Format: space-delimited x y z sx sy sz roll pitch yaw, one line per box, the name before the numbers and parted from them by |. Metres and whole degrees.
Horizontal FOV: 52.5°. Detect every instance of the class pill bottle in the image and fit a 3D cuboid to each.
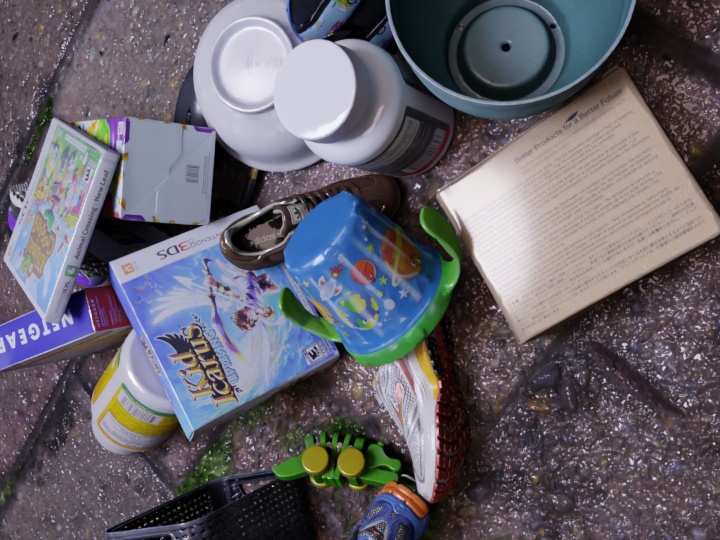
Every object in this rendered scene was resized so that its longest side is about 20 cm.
pill bottle | 0.006 -0.151 0.685 0.109 0.199 0.112 1 92 27
pill bottle | -0.249 0.144 0.856 0.114 0.112 0.200 58 136 13

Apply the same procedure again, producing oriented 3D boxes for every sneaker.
sneaker | 0.006 0.301 0.754 0.075 0.078 0.202 33 130 26
sneaker | 0.059 0.133 0.749 0.081 0.078 0.203 -15 76 31
sneaker | -0.410 -0.024 0.984 0.200 0.069 0.100 40 116 24
sneaker | -0.051 -0.049 0.758 0.198 0.076 0.071 -23 82 3

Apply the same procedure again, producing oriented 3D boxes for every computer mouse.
computer mouse | -0.174 -0.154 0.862 0.139 0.046 0.202 26 104 25

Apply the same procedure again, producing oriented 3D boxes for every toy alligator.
toy alligator | 0.003 0.205 0.789 0.197 0.060 0.055 1 58 11

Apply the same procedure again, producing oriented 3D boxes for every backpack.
backpack | 0.004 -0.308 0.694 0.201 0.181 0.135 -54 52 23

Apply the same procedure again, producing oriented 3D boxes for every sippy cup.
sippy cup | 0.000 0.000 0.704 0.178 0.130 0.140 -47 27 2

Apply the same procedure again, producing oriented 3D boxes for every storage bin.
storage bin | -0.155 0.290 0.787 0.134 0.199 0.095 -16 86 26

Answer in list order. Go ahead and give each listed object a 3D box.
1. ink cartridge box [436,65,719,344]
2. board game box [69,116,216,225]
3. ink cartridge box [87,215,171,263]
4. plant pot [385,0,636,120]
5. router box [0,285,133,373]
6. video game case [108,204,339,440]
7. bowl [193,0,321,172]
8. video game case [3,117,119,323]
ink cartridge box | 0.195 -0.053 0.663 0.199 0.075 0.166 -33 76 25
board game box | -0.258 -0.114 0.833 0.199 0.102 0.106 11 98 52
ink cartridge box | -0.308 -0.048 0.909 0.199 0.094 0.037 31 110 22
plant pot | 0.128 -0.218 0.642 0.197 0.134 0.203 -2 81 10
router box | -0.321 0.066 0.874 0.198 0.179 0.049 -20 84 26
video game case | -0.147 0.049 0.791 0.201 0.180 0.046 59 153 12
bowl | -0.101 -0.209 0.776 0.198 0.090 0.204 1 94 14
video game case | -0.332 -0.063 0.796 0.199 0.022 0.184 29 99 49
